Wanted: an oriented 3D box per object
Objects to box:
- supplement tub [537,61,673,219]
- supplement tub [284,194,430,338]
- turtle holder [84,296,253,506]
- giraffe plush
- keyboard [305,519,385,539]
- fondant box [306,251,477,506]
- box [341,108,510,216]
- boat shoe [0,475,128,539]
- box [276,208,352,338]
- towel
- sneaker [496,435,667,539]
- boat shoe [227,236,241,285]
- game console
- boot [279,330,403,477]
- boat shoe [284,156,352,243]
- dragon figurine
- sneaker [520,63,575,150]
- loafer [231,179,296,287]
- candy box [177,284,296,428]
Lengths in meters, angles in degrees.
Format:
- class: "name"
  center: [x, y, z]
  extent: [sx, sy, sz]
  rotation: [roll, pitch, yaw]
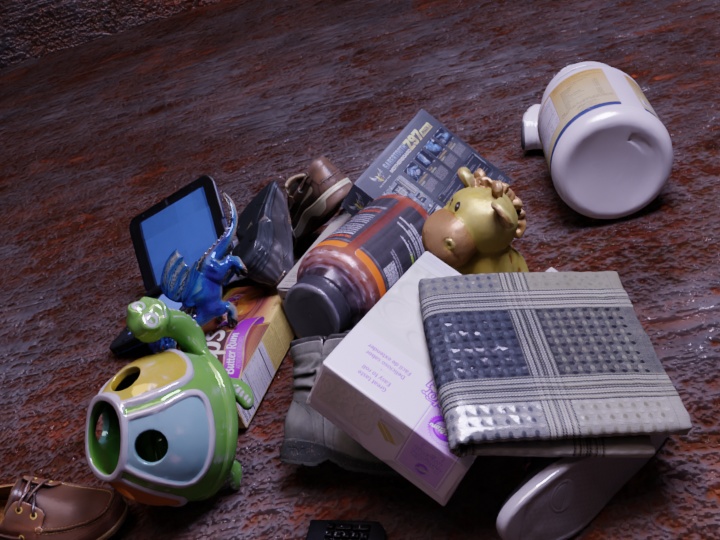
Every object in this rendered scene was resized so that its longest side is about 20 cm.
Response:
- class: "supplement tub"
  center: [0.302, -0.172, 1.060]
  extent: [0.142, 0.146, 0.201]
  rotation: [-13, 31, 11]
- class: "supplement tub"
  center: [0.000, 0.000, 0.922]
  extent: [0.105, 0.109, 0.200]
  rotation: [4, 29, 34]
- class: "turtle holder"
  center: [-0.186, 0.136, 0.806]
  extent: [0.131, 0.188, 0.140]
  rotation: [2, 27, -48]
- class: "giraffe plush"
  center: [0.129, -0.014, 0.891]
  extent: [0.199, 0.164, 0.171]
  rotation: [-39, 36, -29]
- class: "keyboard"
  center: [-0.045, 0.274, 0.661]
  extent: [0.102, 0.040, 0.201]
  rotation: [-8, 32, 18]
- class: "fondant box"
  center: [0.065, 0.086, 0.742]
  extent: [0.143, 0.059, 0.200]
  rotation: [34, 42, 11]
- class: "box"
  center: [0.088, -0.101, 1.075]
  extent: [0.201, 0.157, 0.051]
  rotation: [-51, -1, -42]
- class: "boat shoe"
  center: [-0.330, 0.246, 0.842]
  extent: [0.197, 0.068, 0.072]
  rotation: [-9, 32, 17]
- class: "box"
  center: [-0.018, -0.005, 1.046]
  extent: [0.067, 0.083, 0.201]
  rotation: [2, 38, 33]
- class: "towel"
  center: [0.154, 0.074, 0.703]
  extent: [0.196, 0.035, 0.194]
  rotation: [-2, 40, -6]
- class: "sneaker"
  center: [0.165, 0.152, 0.705]
  extent: [0.198, 0.072, 0.099]
  rotation: [-29, 32, -28]
- class: "boat shoe"
  center: [-0.193, -0.013, 1.174]
  extent: [0.197, 0.073, 0.068]
  rotation: [-18, 5, 24]
- class: "game console"
  center: [-0.261, -0.005, 1.096]
  extent: [0.198, 0.119, 0.171]
  rotation: [-23, 24, 39]
- class: "boot"
  center: [0.006, 0.120, 0.779]
  extent: [0.197, 0.067, 0.133]
  rotation: [0, 78, 31]
- class: "boat shoe"
  center: [-0.069, -0.099, 1.143]
  extent: [0.074, 0.075, 0.202]
  rotation: [-37, 0, -30]
- class: "dragon figurine"
  center: [-0.187, 0.011, 0.953]
  extent: [0.098, 0.204, 0.058]
  rotation: [5, 10, -43]
- class: "sneaker"
  center: [0.312, -0.236, 1.246]
  extent: [0.086, 0.075, 0.201]
  rotation: [18, 53, 29]
- class: "loafer"
  center: [-0.117, -0.045, 1.072]
  extent: [0.073, 0.072, 0.201]
  rotation: [-40, 26, 27]
- class: "candy box"
  center: [-0.153, 0.098, 0.986]
  extent: [0.115, 0.057, 0.201]
  rotation: [-6, 32, 24]
